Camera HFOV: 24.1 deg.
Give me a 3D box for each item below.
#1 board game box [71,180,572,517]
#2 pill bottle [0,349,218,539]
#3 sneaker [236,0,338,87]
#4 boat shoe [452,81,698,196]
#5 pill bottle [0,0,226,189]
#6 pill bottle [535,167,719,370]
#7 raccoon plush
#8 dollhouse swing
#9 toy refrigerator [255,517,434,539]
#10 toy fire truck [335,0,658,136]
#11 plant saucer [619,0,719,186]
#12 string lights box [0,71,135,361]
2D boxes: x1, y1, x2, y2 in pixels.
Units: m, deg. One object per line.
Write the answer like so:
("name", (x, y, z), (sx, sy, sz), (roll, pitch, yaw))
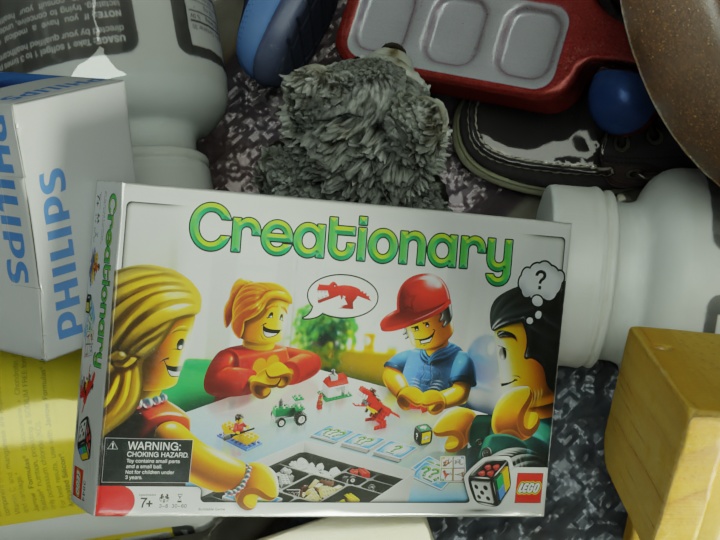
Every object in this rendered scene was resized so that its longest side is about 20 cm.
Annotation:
("board game box", (-0.012, 0.035, 0.680), (0.200, 0.035, 0.126), (4, 93, -26))
("pill bottle", (-0.165, 0.073, 0.737), (0.200, 0.112, 0.112), (-8, 79, -4))
("sneaker", (-0.042, -0.182, 0.818), (0.082, 0.074, 0.200), (10, 70, 0))
("boat shoe", (0.145, -0.074, 0.803), (0.200, 0.065, 0.072), (3, 74, -2))
("pill bottle", (-0.122, -0.111, 0.770), (0.111, 0.111, 0.200), (-10, 79, -4))
("pill bottle", (0.179, 0.012, 0.765), (0.200, 0.111, 0.111), (7, 78, -1))
("raccoon plush", (0.000, 0.000, 0.747), (0.097, 0.134, 0.200), (-2, 79, -3))
("dollhouse swing", (0.202, 0.127, 0.679), (0.200, 0.182, 0.176), (7, 102, -2))
("toy refrigerator", (-0.061, 0.161, 0.742), (0.200, 0.076, 0.070), (-18, 80, -6))
("toy fire truck", (0.103, -0.147, 0.776), (0.200, 0.112, 0.168), (14, 81, 19))
("plant saucer", (0.190, -0.123, 0.704), (0.200, 0.034, 0.200), (3, 86, -36))
("string lights box", (-0.181, -0.031, 0.711), (0.200, 0.059, 0.103), (9, 110, 39))
